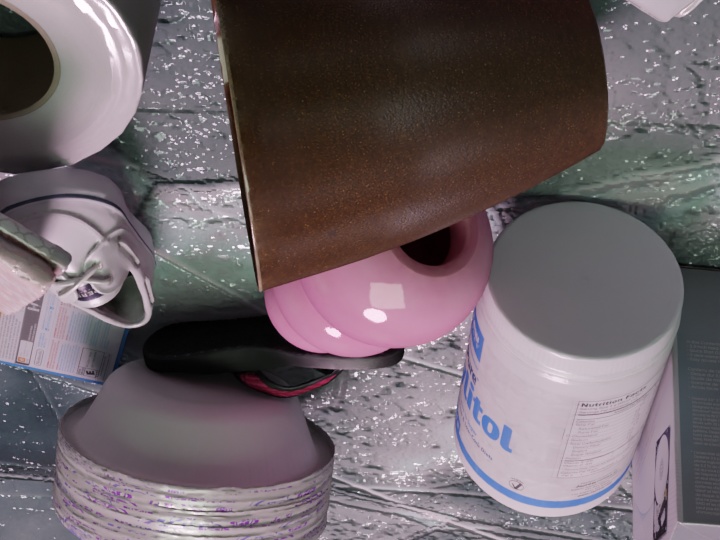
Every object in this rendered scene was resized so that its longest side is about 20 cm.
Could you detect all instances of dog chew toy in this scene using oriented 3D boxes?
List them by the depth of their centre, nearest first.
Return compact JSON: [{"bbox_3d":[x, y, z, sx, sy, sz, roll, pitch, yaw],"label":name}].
[{"bbox_3d":[0.000,0.000,1.096,0.124,0.125,0.200,20,156,-18],"label":"dog chew toy"}]

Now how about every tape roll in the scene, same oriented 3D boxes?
[{"bbox_3d":[-0.217,-0.145,0.973,0.202,0.071,0.203,3,143,2],"label":"tape roll"}]

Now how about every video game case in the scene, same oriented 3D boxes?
[{"bbox_3d":[-0.265,0.020,1.238,0.199,0.018,0.143,13,143,-10],"label":"video game case"}]

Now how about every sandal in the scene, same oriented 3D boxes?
[{"bbox_3d":[-0.058,0.061,1.215,0.199,0.075,0.045,-3,113,23],"label":"sandal"}]

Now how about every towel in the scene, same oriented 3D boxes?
[{"bbox_3d":[-0.264,-0.044,1.003,0.191,0.032,0.200,37,165,-12],"label":"towel"}]

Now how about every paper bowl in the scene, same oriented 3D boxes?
[{"bbox_3d":[-0.117,0.128,1.232,0.200,0.201,0.105,7,104,-2],"label":"paper bowl"}]

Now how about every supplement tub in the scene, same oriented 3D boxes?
[{"bbox_3d":[0.135,0.064,1.149,0.132,0.132,0.200,5,142,1],"label":"supplement tub"}]

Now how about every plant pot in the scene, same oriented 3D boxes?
[{"bbox_3d":[0.027,-0.097,0.938,0.199,0.187,0.187,-10,143,-4],"label":"plant pot"}]

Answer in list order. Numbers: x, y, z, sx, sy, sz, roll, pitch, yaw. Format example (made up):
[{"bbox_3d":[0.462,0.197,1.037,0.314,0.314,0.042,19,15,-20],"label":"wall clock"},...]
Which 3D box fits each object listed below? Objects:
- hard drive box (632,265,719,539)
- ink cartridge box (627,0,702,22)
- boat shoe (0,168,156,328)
[{"bbox_3d":[0.233,0.124,1.157,0.077,0.200,0.156,6,142,1],"label":"hard drive box"},{"bbox_3d":[0.120,-0.228,0.808,0.200,0.086,0.148,26,138,-27],"label":"ink cartridge box"},{"bbox_3d":[-0.172,-0.010,1.092,0.073,0.066,0.200,-17,162,12],"label":"boat shoe"}]
